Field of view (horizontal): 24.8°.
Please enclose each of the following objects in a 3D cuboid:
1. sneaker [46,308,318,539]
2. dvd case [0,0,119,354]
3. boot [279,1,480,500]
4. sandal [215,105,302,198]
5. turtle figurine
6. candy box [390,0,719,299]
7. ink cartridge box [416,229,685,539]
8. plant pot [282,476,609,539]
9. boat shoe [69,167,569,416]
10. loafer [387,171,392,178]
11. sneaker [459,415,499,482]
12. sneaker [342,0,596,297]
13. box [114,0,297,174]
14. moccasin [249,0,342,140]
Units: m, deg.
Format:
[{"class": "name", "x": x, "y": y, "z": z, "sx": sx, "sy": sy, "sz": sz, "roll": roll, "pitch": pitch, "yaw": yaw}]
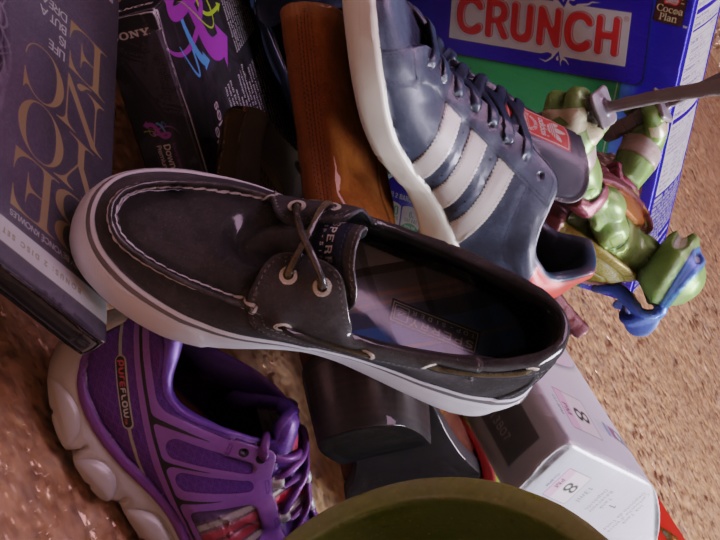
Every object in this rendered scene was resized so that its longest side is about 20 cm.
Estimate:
[{"class": "sneaker", "x": -0.045, "y": 0.094, "z": 0.678, "sx": 0.200, "sy": 0.083, "sz": 0.081, "roll": 53, "pitch": 24, "yaw": -25}, {"class": "dvd case", "x": -0.146, "y": -0.085, "z": 0.631, "sx": 0.149, "sy": 0.016, "sz": 0.201, "roll": 45, "pitch": 29, "yaw": -41}, {"class": "boot", "x": 0.000, "y": 0.000, "z": 0.768, "sx": 0.188, "sy": 0.068, "sz": 0.202, "roll": 43, "pitch": 35, "yaw": -64}, {"class": "sandal", "x": -0.022, "y": -0.028, "z": 0.823, "sx": 0.200, "sy": 0.054, "sz": 0.083, "roll": 57, "pitch": 32, "yaw": -65}, {"class": "turtle figurine", "x": 0.110, "y": -0.083, "z": 0.834, "sx": 0.193, "sy": 0.201, "sz": 0.144, "roll": 27, "pitch": 43, "yaw": 12}, {"class": "candy box", "x": 0.109, "y": -0.105, "z": 0.957, "sx": 0.077, "sy": 0.168, "sz": 0.202, "roll": -40, "pitch": 143, "yaw": -58}, {"class": "ink cartridge box", "x": 0.115, "y": 0.071, "z": 0.866, "sx": 0.199, "sy": 0.057, "sz": 0.163, "roll": 23, "pitch": 28, "yaw": -42}, {"class": "plant pot", "x": 0.053, "y": 0.211, "z": 0.660, "sx": 0.190, "sy": 0.198, "sz": 0.202, "roll": 52, "pitch": 21, "yaw": -55}, {"class": "boat shoe", "x": -0.010, "y": 0.004, "z": 0.625, "sx": 0.199, "sy": 0.066, "sz": 0.070, "roll": 23, "pitch": 61, "yaw": -16}, {"class": "loafer", "x": -0.013, "y": -0.147, "z": 0.951, "sx": 0.063, "sy": 0.071, "sz": 0.202, "roll": 159, "pitch": -74, "yaw": -81}, {"class": "sneaker", "x": 0.051, "y": 0.088, "z": 0.885, "sx": 0.090, "sy": 0.078, "sz": 0.201, "roll": 55, "pitch": 20, "yaw": -46}, {"class": "sneaker", "x": 0.053, "y": -0.063, "z": 0.728, "sx": 0.075, "sy": 0.084, "sz": 0.201, "roll": -90, "pitch": 160, "yaw": -47}, {"class": "box", "x": -0.072, "y": -0.096, "z": 0.854, "sx": 0.200, "sy": 0.036, "sz": 0.144, "roll": -71, "pitch": 147, "yaw": -63}, {"class": "moccasin", "x": -0.020, "y": -0.145, "z": 0.851, "sx": 0.068, "sy": 0.080, "sz": 0.202, "roll": -95, "pitch": 168, "yaw": -68}]
